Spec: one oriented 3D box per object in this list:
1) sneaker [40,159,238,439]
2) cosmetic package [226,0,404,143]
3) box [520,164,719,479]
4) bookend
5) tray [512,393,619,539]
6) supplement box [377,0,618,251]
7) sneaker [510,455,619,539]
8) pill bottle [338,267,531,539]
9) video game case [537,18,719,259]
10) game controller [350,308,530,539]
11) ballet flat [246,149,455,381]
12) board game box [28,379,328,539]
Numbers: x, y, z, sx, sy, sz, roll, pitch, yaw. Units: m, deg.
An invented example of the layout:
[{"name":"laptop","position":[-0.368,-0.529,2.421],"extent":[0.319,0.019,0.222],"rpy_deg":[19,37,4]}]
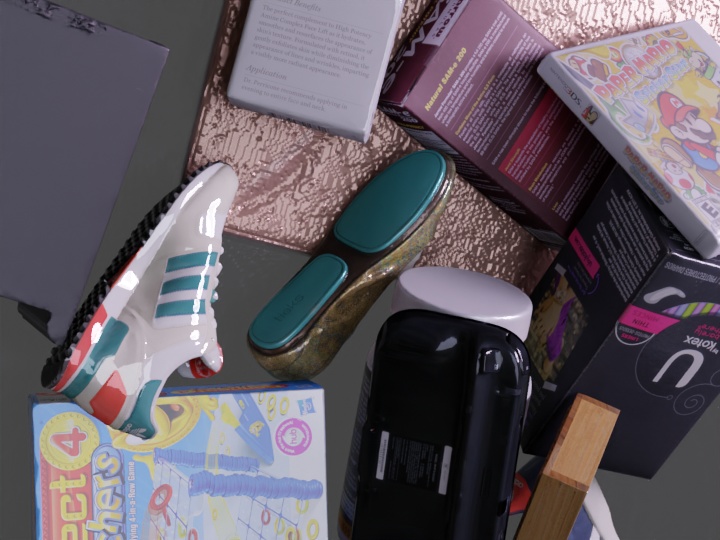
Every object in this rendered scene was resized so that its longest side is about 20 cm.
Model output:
[{"name":"sneaker","position":[-0.122,0.022,1.145],"extent":[0.093,0.070,0.200],"rpy_deg":[39,59,-13]},{"name":"cosmetic package","position":[-0.017,-0.196,1.169],"extent":[0.101,0.074,0.201],"rpy_deg":[16,90,0]},{"name":"box","position":[0.200,0.041,1.261],"extent":[0.122,0.106,0.200],"rpy_deg":[14,125,-26]},{"name":"bookend","position":[-0.251,-0.082,1.081],"extent":[0.198,0.092,0.201],"rpy_deg":[19,91,-25]},{"name":"tray","position":[0.125,0.193,1.231],"extent":[0.037,0.099,0.201],"rpy_deg":[23,125,8]},{"name":"supplement box","position":[0.115,-0.109,1.270],"extent":[0.200,0.061,0.109],"rpy_deg":[38,81,-27]},{"name":"sneaker","position":[0.167,0.232,1.349],"extent":[0.084,0.075,0.201],"rpy_deg":[-33,105,-10]},{"name":"pill bottle","position":[0.055,0.108,1.217],"extent":[0.116,0.116,0.201],"rpy_deg":[1,111,-26]},{"name":"video game case","position":[0.243,-0.101,1.252],"extent":[0.200,0.023,0.182],"rpy_deg":[-19,63,-46]},{"name":"game controller","position":[0.050,0.125,1.140],"extent":[0.042,0.104,0.201],"rpy_deg":[-26,127,-61]},{"name":"ballet flat","position":[0.000,0.000,1.236],"extent":[0.200,0.071,0.071],"rpy_deg":[-48,114,-12]},{"name":"board game box","position":[-0.121,0.179,1.171],"extent":[0.195,0.056,0.201],"rpy_deg":[-3,92,-14]}]
